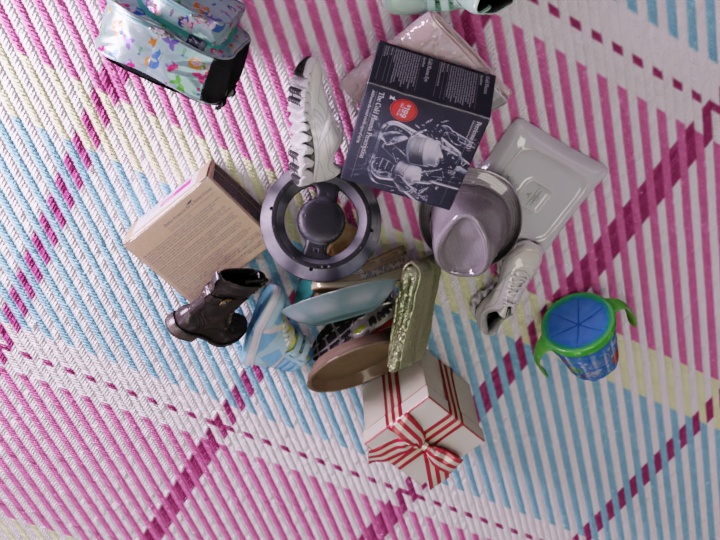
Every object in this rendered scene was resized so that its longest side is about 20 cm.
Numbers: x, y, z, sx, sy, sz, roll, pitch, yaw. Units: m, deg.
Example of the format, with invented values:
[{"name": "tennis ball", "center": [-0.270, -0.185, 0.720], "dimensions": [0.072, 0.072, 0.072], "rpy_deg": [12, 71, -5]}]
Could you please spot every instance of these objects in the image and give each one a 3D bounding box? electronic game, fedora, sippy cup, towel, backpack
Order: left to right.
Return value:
[{"name": "backpack", "center": [-0.264, -0.333, 1.209], "dimensions": [0.199, 0.178, 0.151], "rpy_deg": [18, 117, -3]}, {"name": "electronic game", "center": [-0.064, -0.080, 1.405], "dimensions": [0.199, 0.042, 0.201], "rpy_deg": [1, 82, -5]}, {"name": "towel", "center": [0.097, 0.074, 1.496], "dimensions": [0.036, 0.148, 0.201], "rpy_deg": [13, 103, 21]}, {"name": "towel", "center": [0.098, -0.277, 1.313], "dimensions": [0.191, 0.032, 0.200], "rpy_deg": [38, 134, -26]}, {"name": "fedora", "center": [0.178, -0.065, 1.434], "dimensions": [0.176, 0.090, 0.200], "rpy_deg": [15, 132, 5]}, {"name": "sippy cup", "center": [0.417, 0.132, 1.588], "dimensions": [0.177, 0.140, 0.130], "rpy_deg": [-5, 138, 29]}]

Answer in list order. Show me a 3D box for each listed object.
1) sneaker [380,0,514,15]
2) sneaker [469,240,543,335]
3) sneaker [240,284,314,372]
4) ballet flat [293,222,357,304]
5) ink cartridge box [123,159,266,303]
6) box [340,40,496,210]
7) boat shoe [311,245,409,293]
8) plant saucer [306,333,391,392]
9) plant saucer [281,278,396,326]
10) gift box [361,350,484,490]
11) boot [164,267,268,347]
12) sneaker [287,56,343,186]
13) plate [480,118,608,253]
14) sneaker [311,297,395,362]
[{"name": "sneaker", "center": [0.128, -0.400, 1.225], "dimensions": [0.200, 0.118, 0.074], "rpy_deg": [-12, 125, 5]}, {"name": "sneaker", "center": [0.266, 0.034, 1.528], "dimensions": [0.075, 0.081, 0.200], "rpy_deg": [19, 124, -13]}, {"name": "sneaker", "center": [-0.134, 0.108, 1.554], "dimensions": [0.130, 0.080, 0.200], "rpy_deg": [16, 135, -11]}, {"name": "ballet flat", "center": [-0.058, 0.000, 1.504], "dimensions": [0.063, 0.069, 0.200], "rpy_deg": [8, 124, -25]}, {"name": "ink cartridge box", "center": [-0.266, -0.062, 1.442], "dimensions": [0.200, 0.075, 0.165], "rpy_deg": [-35, 117, 19]}, {"name": "box", "center": [0.083, -0.213, 1.286], "dimensions": [0.182, 0.104, 0.200], "rpy_deg": [15, 141, -3]}, {"name": "boat shoe", "center": [0.000, 0.000, 1.469], "dimensions": [0.200, 0.073, 0.063], "rpy_deg": [-10, 88, -36]}, {"name": "plant saucer", "center": [-0.007, 0.168, 1.571], "dimensions": [0.200, 0.030, 0.200], "rpy_deg": [-19, 155, -9]}, {"name": "plant saucer", "center": [-0.031, 0.060, 1.428], "dimensions": [0.200, 0.201, 0.039], "rpy_deg": [-16, 83, 6]}, {"name": "gift box", "center": [0.110, 0.291, 1.629], "dimensions": [0.184, 0.187, 0.200], "rpy_deg": [35, 113, -23]}, {"name": "boot", "center": [-0.219, 0.059, 1.468], "dimensions": [0.174, 0.069, 0.200], "rpy_deg": [-38, 158, 26]}, {"name": "sneaker", "center": [-0.069, -0.233, 1.339], "dimensions": [0.081, 0.075, 0.201], "rpy_deg": [-6, 116, -18]}, {"name": "plate", "center": [0.290, -0.132, 1.460], "dimensions": [0.200, 0.032, 0.200], "rpy_deg": [25, 118, -18]}, {"name": "sneaker", "center": [-0.001, 0.126, 1.586], "dimensions": [0.200, 0.077, 0.085], "rpy_deg": [-31, 134, 20]}]
